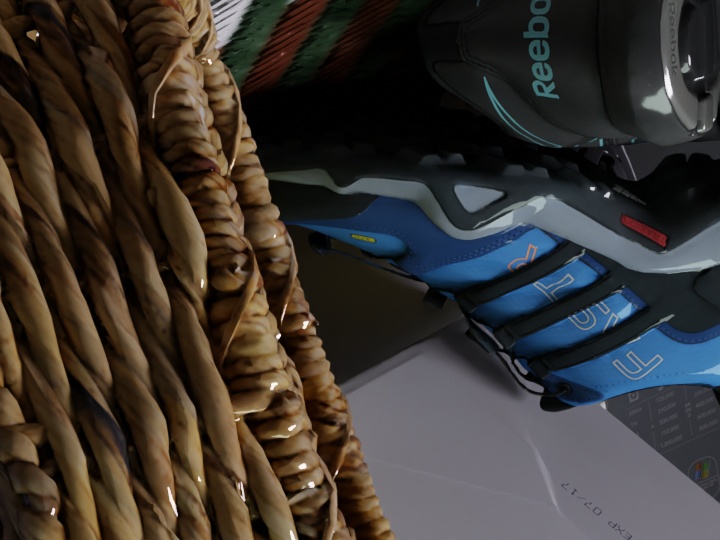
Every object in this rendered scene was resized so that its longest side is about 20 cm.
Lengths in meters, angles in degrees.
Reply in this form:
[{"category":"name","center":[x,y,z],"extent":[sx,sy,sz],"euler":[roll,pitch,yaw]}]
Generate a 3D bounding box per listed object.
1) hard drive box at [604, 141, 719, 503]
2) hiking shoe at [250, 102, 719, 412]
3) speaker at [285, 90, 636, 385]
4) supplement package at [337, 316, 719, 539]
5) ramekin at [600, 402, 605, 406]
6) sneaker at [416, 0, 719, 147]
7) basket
[{"category":"hard drive box","center":[0.165,0.030,0.902],"extent":[0.077,0.201,0.155],"euler":[-30,141,34]},{"category":"hiking shoe","center":[0.052,0.003,0.721],"extent":[0.199,0.087,0.074],"euler":[11,-164,0]},{"category":"speaker","center":[0.000,0.000,0.823],"extent":[0.199,0.082,0.081],"euler":[-28,170,23]},{"category":"supplement package","center":[0.032,0.161,0.746],"extent":[0.147,0.191,0.201],"euler":[-24,149,-55]},{"category":"ramekin","center":[0.197,-0.006,1.265],"extent":[0.200,0.098,0.200],"euler":[-24,172,-4]},{"category":"sneaker","center":[0.080,-0.074,0.708],"extent":[0.079,0.076,0.200],"euler":[-2,-179,20]},{"category":"basket","center":[-0.037,0.031,0.507],"extent":[0.148,0.201,0.143],"euler":[-17,176,-31]}]
